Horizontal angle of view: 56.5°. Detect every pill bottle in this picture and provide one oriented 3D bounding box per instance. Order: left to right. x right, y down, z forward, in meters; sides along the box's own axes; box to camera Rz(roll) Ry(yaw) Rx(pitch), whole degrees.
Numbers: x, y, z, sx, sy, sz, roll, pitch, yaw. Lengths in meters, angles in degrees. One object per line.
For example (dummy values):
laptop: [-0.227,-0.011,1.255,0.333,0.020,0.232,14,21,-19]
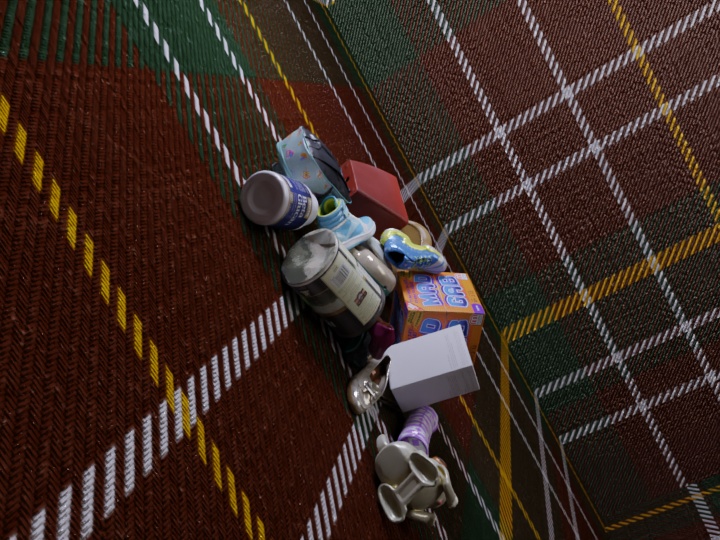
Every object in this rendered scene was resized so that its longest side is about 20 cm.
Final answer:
pill bottle: [-0.167,-0.146,1.457,0.112,0.110,0.200,65,17,10]

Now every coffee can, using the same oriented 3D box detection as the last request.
coffee can: [-0.057,0.029,1.452,0.200,0.145,0.148,49,21,-36]

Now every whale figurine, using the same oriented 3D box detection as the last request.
whale figurine: [0.000,0.000,1.666,0.159,0.104,0.200,40,3,-47]

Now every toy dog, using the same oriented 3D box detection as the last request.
toy dog: [0.113,0.441,1.398,0.193,0.140,0.200,36,-2,39]

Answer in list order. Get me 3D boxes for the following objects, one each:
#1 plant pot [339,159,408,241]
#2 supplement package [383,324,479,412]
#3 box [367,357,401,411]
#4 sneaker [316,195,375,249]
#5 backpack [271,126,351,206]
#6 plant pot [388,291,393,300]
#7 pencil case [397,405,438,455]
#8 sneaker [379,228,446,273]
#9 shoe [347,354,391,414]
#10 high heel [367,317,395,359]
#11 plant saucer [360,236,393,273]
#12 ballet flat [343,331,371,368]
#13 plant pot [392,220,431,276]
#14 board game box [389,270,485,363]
plant pot: [-0.010,-0.185,1.864,0.175,0.199,0.202,33,32,-38]
supplement package: [0.168,0.234,1.599,0.122,0.197,0.121,65,10,-49]
box: [0.047,0.237,1.652,0.163,0.021,0.202,39,29,-52]
sneaker: [-0.033,-0.128,1.620,0.200,0.079,0.133,-36,119,-52]
backpack: [-0.129,-0.239,1.633,0.200,0.151,0.178,55,13,-56]
plant pot: [0.110,-0.003,1.961,0.185,0.198,0.202,60,13,-50]
pencil case: [0.137,0.387,1.579,0.085,0.085,0.200,28,18,6]
sneaker: [0.134,-0.024,1.725,0.198,0.076,0.106,26,38,-13]
shoe: [0.023,0.246,1.488,0.070,0.053,0.200,54,27,-9]
high heel: [0.027,0.096,1.514,0.067,0.097,0.201,-2,47,-32]
plant saucer: [0.028,-0.038,1.782,0.200,0.050,0.201,43,-20,20]
ballet flat: [0.012,0.158,1.578,0.074,0.072,0.201,56,30,-19]
plant pot: [0.100,-0.065,1.871,0.028,0.197,0.202,57,15,-50]
board game box: [0.191,0.139,1.754,0.201,0.196,0.203,-101,-164,-61]
